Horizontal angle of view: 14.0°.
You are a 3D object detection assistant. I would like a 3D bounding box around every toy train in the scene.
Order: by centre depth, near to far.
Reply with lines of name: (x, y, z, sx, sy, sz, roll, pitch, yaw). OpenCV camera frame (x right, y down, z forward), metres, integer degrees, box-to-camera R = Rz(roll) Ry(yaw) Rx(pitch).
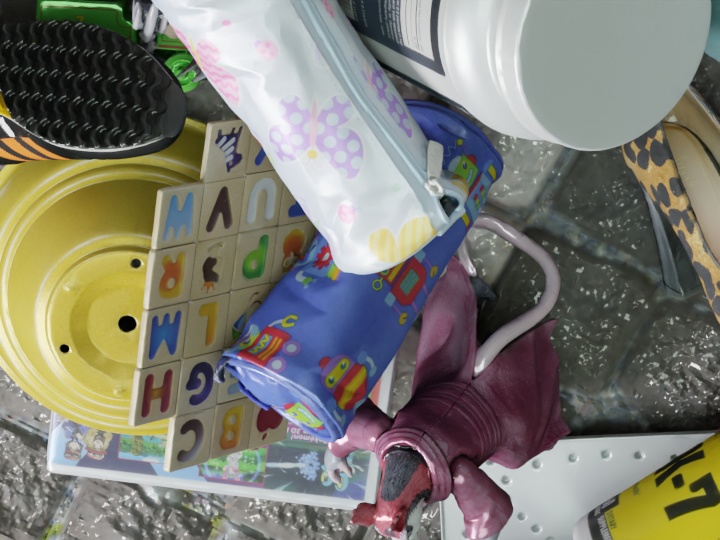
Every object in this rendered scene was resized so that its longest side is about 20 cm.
toy train: (-0.089, -0.129, 1.645, 0.199, 0.042, 0.057, 3, 100, 0)

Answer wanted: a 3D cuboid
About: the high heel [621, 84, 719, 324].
high heel: (0.214, -0.035, 1.598, 0.071, 0.200, 0.143, -26, 116, -25)

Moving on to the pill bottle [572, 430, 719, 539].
pill bottle: (0.231, 0.141, 1.671, 0.200, 0.114, 0.114, -33, 106, 12)

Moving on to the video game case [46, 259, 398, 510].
video game case: (-0.077, 0.045, 1.719, 0.199, 0.023, 0.183, 7, 111, -2)

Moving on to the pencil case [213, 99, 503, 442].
pencil case: (0.000, 0.000, 1.626, 0.078, 0.087, 0.200, 43, 69, -31)

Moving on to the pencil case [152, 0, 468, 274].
pencil case: (-0.025, -0.093, 1.525, 0.083, 0.091, 0.200, -40, 106, -16)

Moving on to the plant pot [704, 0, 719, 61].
plant pot: (0.233, -0.178, 1.554, 0.200, 0.201, 0.135, 33, 142, -11)

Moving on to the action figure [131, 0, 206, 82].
action figure: (-0.109, -0.186, 1.585, 0.200, 0.130, 0.069, 40, 131, -8)

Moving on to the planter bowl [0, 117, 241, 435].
planter bowl: (-0.129, 0.017, 1.652, 0.199, 0.084, 0.201, 0, 110, 1)

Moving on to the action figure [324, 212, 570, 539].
action figure: (0.058, 0.088, 1.630, 0.134, 0.200, 0.149, 29, 124, 9)

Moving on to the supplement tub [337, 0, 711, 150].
supplement tub: (0.075, -0.151, 1.529, 0.140, 0.200, 0.141, -14, 118, -29)

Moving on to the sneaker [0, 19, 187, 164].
sneaker: (-0.174, -0.092, 1.609, 0.199, 0.090, 0.070, 6, 78, 23)

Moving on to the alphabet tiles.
alphabet tiles: (-0.062, 0.009, 1.621, 0.006, 0.166, 0.201, 20, 110, 35)

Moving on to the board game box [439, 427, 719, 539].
board game box: (0.150, 0.188, 1.764, 0.199, 0.026, 0.201, -2, 110, 3)
